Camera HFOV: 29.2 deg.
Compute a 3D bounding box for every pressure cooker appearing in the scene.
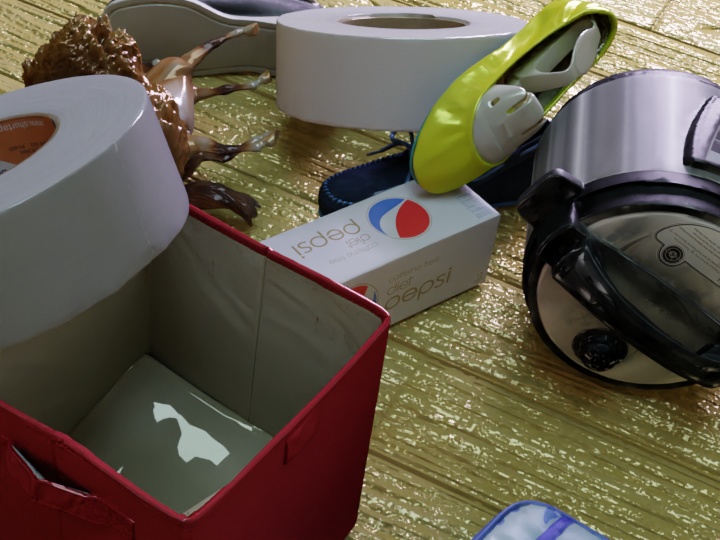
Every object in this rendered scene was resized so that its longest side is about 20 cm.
[{"bbox_3d":[0.198,-0.016,0.935,0.175,0.179,0.200,2,40,12],"label":"pressure cooker"}]

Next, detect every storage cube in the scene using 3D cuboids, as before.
[{"bbox_3d":[-0.104,0.096,0.758,0.171,0.180,0.200,27,45,20],"label":"storage cube"}]

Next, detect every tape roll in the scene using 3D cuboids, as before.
[{"bbox_3d":[0.033,-0.162,1.085,0.201,0.071,0.203,1,16,0],"label":"tape roll"},{"bbox_3d":[-0.193,-0.030,0.719,0.199,0.066,0.200,-15,27,8],"label":"tape roll"}]

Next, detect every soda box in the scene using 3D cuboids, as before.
[{"bbox_3d":[0.000,0.000,0.961,0.199,0.068,0.064,-23,50,-30],"label":"soda box"}]

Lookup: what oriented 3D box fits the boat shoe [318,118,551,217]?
[{"bbox_3d":[0.058,-0.083,1.060,0.199,0.069,0.084,-18,48,-26],"label":"boat shoe"}]

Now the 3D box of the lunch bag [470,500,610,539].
[{"bbox_3d":[0.087,0.222,0.726,0.161,0.083,0.200,33,47,28],"label":"lunch bag"}]

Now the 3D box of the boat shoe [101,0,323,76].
[{"bbox_3d":[-0.119,-0.209,1.167,0.199,0.074,0.060,0,43,-13],"label":"boat shoe"}]

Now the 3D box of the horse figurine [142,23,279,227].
[{"bbox_3d":[-0.130,-0.115,1.068,0.132,0.050,0.201,-15,52,4],"label":"horse figurine"}]

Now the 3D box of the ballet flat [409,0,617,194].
[{"bbox_3d":[0.115,-0.128,0.984,0.067,0.067,0.200,12,51,49],"label":"ballet flat"}]

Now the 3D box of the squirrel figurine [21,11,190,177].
[{"bbox_3d":[-0.232,-0.094,0.989,0.186,0.142,0.200,25,51,37],"label":"squirrel figurine"}]
